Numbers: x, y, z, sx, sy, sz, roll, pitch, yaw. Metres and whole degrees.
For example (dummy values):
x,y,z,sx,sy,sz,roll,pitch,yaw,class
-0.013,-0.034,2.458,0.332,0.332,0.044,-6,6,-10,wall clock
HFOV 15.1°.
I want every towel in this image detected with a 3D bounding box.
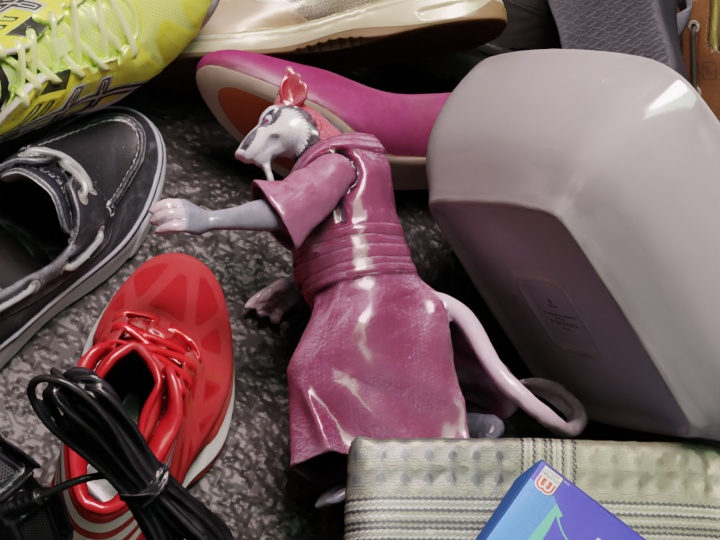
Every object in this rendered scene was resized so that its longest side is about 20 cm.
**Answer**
x,y,z,sx,sy,sz,roll,pitch,yaw,class
0.088,0.168,1.175,0.200,0.035,0.193,3,74,-11,towel

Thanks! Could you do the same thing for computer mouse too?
x,y,z,sx,sy,sz,roll,pitch,yaw,class
-0.143,0.114,1.115,0.140,0.200,0.046,50,29,-22,computer mouse

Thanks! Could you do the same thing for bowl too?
x,y,z,sx,sy,sz,roll,pitch,yaw,class
0.114,-0.001,1.236,0.075,0.200,0.200,-39,110,-18,bowl

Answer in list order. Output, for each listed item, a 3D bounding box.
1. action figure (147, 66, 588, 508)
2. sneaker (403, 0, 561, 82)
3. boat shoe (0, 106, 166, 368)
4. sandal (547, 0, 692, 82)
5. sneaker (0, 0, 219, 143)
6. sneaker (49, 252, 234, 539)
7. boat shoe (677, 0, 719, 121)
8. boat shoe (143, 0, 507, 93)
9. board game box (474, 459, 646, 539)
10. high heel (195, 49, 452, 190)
x,y,z,sx,sy,sz,roll,pitch,yaw,class
0.000,0.000,1.230,0.149,0.134,0.200,-16,83,15,action figure
0.112,-0.135,1.423,0.200,0.091,0.076,10,32,-13,sneaker
-0.150,-0.025,1.264,0.072,0.068,0.200,34,48,10,boat shoe
0.130,-0.121,1.325,0.043,0.076,0.200,52,31,-34,sandal
-0.151,-0.096,1.276,0.200,0.076,0.075,-29,107,-7,sneaker
-0.088,0.048,1.195,0.078,0.116,0.200,15,49,-6,sneaker
0.190,-0.096,1.385,0.072,0.068,0.200,-14,89,-33,boat shoe
-0.029,-0.134,1.364,0.200,0.072,0.065,-10,79,-1,boat shoe
0.074,0.203,1.118,0.152,0.045,0.200,37,70,0,board game box
0.013,-0.082,1.359,0.200,0.067,0.096,29,55,-21,high heel
